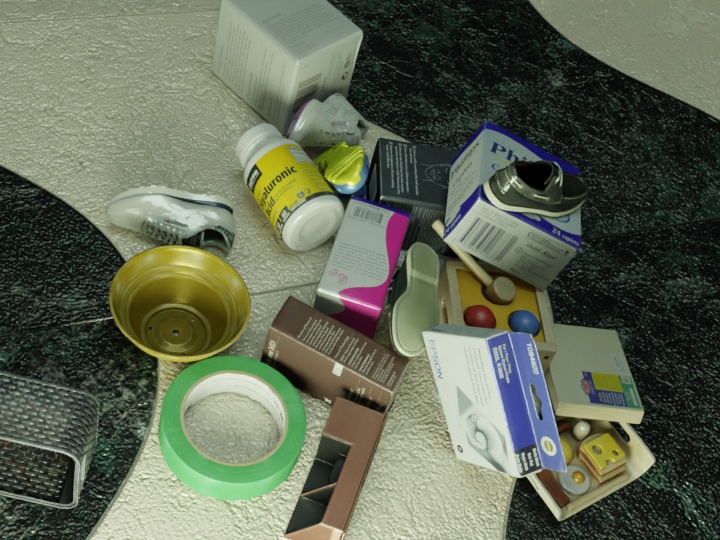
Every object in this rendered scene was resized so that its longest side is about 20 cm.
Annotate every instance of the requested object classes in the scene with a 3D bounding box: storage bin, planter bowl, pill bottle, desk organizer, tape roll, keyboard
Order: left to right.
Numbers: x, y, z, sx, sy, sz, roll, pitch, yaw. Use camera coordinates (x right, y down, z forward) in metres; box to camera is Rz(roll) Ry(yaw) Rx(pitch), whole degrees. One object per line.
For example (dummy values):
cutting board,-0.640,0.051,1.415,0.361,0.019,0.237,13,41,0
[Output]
storage bin,-0.432,0.204,1.396,0.197,0.136,0.095,14,48,-4
planter bowl,-0.258,0.067,1.603,0.197,0.084,0.202,8,48,-9
tape roll,-0.173,0.211,1.529,0.197,0.048,0.202,9,48,-10
pill bottle,-0.119,-0.138,1.803,0.110,0.112,0.201,-19,57,-29
desk organizer,-0.031,0.272,1.505,0.076,0.072,0.201,20,47,4
keyboard,0.140,-0.014,1.843,0.197,0.011,0.057,10,48,-9

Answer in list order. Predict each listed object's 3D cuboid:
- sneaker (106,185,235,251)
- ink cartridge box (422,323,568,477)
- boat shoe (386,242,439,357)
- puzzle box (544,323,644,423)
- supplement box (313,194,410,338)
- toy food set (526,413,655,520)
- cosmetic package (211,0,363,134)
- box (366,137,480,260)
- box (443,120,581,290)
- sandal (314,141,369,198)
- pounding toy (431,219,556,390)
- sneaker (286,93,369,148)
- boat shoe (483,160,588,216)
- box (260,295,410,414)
sneaker,-0.289,-0.074,1.727,0.197,0.077,0.081,3,59,-13
ink cartridge box,0.176,0.174,1.513,0.040,0.199,0.202,-23,103,-31
boat shoe,0.069,0.052,1.638,0.074,0.066,0.201,22,49,-20
puzzle box,0.342,0.152,1.710,0.131,0.026,0.201,7,33,-6
supplement box,0.000,0.000,1.720,0.100,0.104,0.201,18,49,2
toy food set,0.314,0.258,1.628,0.198,0.061,0.144,-19,58,-29
cosmetic package,-0.131,-0.383,1.971,0.200,0.168,0.166,43,53,19
box,0.114,-0.118,1.854,0.197,0.108,0.150,9,45,-9
box,0.235,-0.103,1.730,0.182,0.105,0.201,25,41,-14
sandal,-0.015,-0.153,1.824,0.079,0.088,0.200,-34,16,2
pounding toy,0.188,0.052,1.711,0.181,0.143,0.202,6,49,-12
sneaker,-0.052,-0.245,1.921,0.099,0.075,0.200,40,35,10
boat shoe,0.271,-0.125,1.646,0.198,0.068,0.072,-1,53,-39
box,-0.038,0.131,1.603,0.198,0.101,0.075,28,48,9
